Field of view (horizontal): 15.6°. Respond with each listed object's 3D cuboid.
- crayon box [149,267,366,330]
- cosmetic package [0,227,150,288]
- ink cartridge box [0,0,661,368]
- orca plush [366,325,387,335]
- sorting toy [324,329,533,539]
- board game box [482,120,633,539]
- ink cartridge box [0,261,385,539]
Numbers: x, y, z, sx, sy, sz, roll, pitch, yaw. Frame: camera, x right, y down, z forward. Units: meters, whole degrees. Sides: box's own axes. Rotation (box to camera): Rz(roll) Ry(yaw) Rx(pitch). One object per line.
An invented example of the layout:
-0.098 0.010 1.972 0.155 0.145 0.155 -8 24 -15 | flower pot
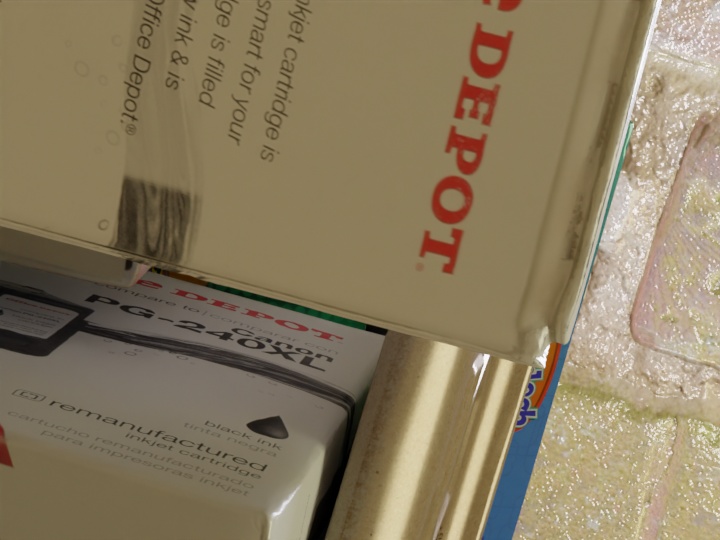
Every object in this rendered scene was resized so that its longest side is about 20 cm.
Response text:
-0.059 0.027 0.927 0.200 0.058 0.119 -127 -132 -66 | crayon box
-0.071 -0.076 0.774 0.200 0.087 0.104 -59 162 -69 | cosmetic package
-0.032 -0.078 0.584 0.085 0.200 0.146 -53 158 -75 | ink cartridge box
0.000 0.000 0.973 0.200 0.105 0.071 -31 -170 39 | orca plush
0.005 0.091 0.783 0.200 0.036 0.185 1 106 -80 | sorting toy
0.038 0.000 1.077 0.152 0.045 0.200 -125 -136 -57 | board game box
-0.081 0.057 0.730 0.200 0.145 0.084 -52 156 -76 | ink cartridge box
